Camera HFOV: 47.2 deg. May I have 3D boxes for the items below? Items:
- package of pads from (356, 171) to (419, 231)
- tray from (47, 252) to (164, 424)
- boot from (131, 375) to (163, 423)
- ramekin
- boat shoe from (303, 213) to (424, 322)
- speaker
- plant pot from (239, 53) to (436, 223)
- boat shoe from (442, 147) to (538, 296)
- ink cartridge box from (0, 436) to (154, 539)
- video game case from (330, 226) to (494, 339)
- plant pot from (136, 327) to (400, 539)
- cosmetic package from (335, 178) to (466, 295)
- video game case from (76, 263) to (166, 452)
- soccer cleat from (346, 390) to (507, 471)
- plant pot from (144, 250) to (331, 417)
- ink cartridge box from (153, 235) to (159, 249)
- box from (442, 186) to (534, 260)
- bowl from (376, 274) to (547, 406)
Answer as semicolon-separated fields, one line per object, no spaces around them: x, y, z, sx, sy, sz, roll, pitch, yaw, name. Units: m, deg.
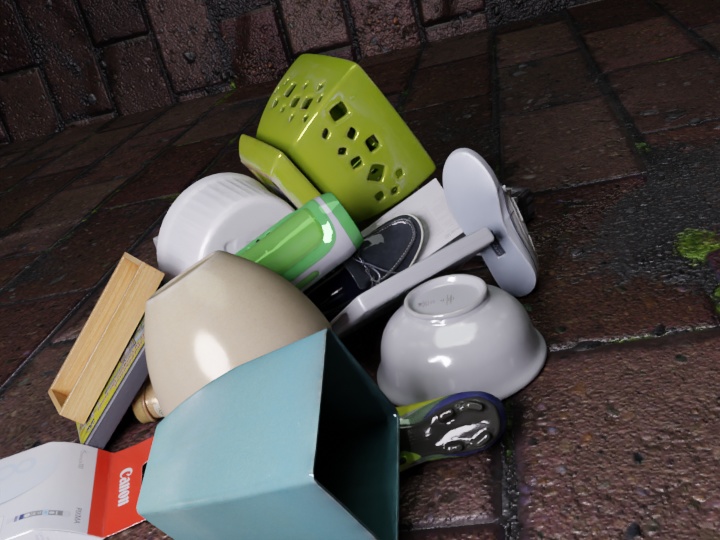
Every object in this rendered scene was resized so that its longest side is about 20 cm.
0.024;-0.079;1.229;0.153;0.068;0.201;-31;39;10;package of pads
-0.315;0.080;1.021;0.098;0.037;0.202;15;76;61;tray
-0.175;0.107;1.033;0.197;0.067;0.177;-13;46;9;boot
-0.165;-0.023;1.119;0.199;0.203;0.097;-29;34;-30;ramekin
0.000;0.000;1.048;0.199;0.075;0.062;-38;-17;1;boat shoe
-0.095;-0.007;0.996;0.199;0.089;0.088;-37;25;-3;speaker
-0.048;-0.163;1.154;0.182;0.199;0.200;-47;30;-5;plant pot
0.176;-0.072;1.057;0.074;0.203;0.086;-27;11;32;boat shoe
-0.306;0.231;0.874;0.197;0.048;0.160;-21;23;-6;ink cartridge box
0.051;0.024;1.023;0.198;0.024;0.182;-28;-8;-25;video game case
-0.084;0.172;0.718;0.198;0.142;0.143;-19;42;22;plant pot
0.044;-0.028;1.102;0.199;0.083;0.051;-35;-15;3;cosmetic package
-0.298;0.105;1.033;0.202;0.025;0.180;-58;29;1;video game case
0.048;0.161;0.811;0.197;0.066;0.084;-13;-7;17;soccer cleat
-0.148;0.060;0.862;0.199;0.135;0.200;-33;10;6;plant pot
-0.229;-0.049;1.410;0.199;0.084;0.146;-30;27;-29;ink cartridge box
0.145;-0.077;1.272;0.198;0.050;0.157;6;32;42;box
0.105;0.066;0.928;0.198;0.092;0.202;-13;23;5;bowl
